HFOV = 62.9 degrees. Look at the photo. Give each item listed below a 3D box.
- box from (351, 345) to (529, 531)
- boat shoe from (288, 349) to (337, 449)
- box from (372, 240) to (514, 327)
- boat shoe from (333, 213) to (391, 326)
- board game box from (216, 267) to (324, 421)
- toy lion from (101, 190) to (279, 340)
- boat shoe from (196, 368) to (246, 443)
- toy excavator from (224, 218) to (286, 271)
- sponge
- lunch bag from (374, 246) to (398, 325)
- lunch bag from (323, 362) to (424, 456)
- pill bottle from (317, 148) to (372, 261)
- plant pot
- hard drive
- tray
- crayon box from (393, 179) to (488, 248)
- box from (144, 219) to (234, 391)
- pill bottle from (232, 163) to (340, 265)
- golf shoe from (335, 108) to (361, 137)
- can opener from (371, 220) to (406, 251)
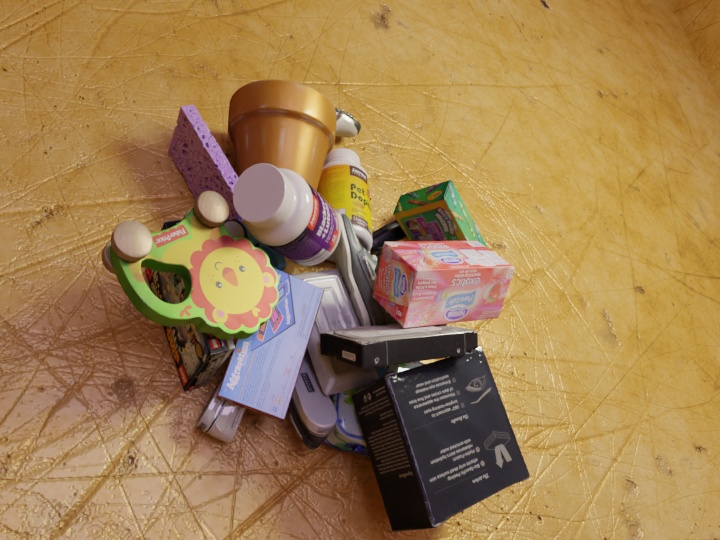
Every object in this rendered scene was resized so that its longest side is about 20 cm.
[{"bbox_3d":[0.115,0.243,0.865,0.192,0.117,0.205,-8,71,-34],"label":"box"},{"bbox_3d":[-0.095,0.179,0.907,0.070,0.069,0.202,2,40,-35],"label":"boat shoe"},{"bbox_3d":[0.130,0.017,0.923,0.195,0.097,0.102,-3,27,-32],"label":"box"},{"bbox_3d":[0.000,0.000,0.987,0.060,0.073,0.206,-13,82,-20],"label":"boat shoe"},{"bbox_3d":[-0.127,0.102,0.857,0.101,0.019,0.205,23,65,-14],"label":"board game box"},{"bbox_3d":[-0.204,0.008,0.770,0.198,0.068,0.195,-30,89,-45],"label":"toy lion"},{"bbox_3d":[-0.166,0.156,0.872,0.065,0.072,0.203,33,51,-10],"label":"boat shoe"},{"bbox_3d":[-0.145,0.018,0.965,0.196,0.099,0.199,-3,65,-43],"label":"toy excavator"},{"bbox_3d":[-0.256,-0.160,0.985,0.029,0.112,0.203,-21,74,-40],"label":"sponge"},{"bbox_3d":[0.107,0.023,1.063,0.195,0.168,0.143,0,61,-32],"label":"lunch bag"},{"bbox_3d":[0.030,0.220,0.949,0.195,0.083,0.165,17,53,-23],"label":"lunch bag"},{"bbox_3d":[-0.034,-0.126,1.106,0.106,0.109,0.205,12,56,-25],"label":"pill bottle"},{"bbox_3d":[-0.143,-0.197,1.042,0.195,0.199,0.189,11,71,-26],"label":"plant pot"},{"bbox_3d":[0.055,0.104,0.857,0.195,0.139,0.039,-1,91,-28],"label":"hard drive"},{"bbox_3d":[-0.042,0.086,0.921,0.105,0.022,0.204,-6,64,-35],"label":"tray"},{"bbox_3d":[0.162,-0.065,1.136,0.202,0.116,0.059,55,43,-28],"label":"crayon box"},{"bbox_3d":[-0.249,0.051,0.841,0.039,0.137,0.204,-11,67,-37],"label":"box"},{"bbox_3d":[-0.109,-0.083,0.881,0.114,0.109,0.200,65,10,18],"label":"pill bottle"},{"bbox_3d":[-0.092,-0.294,1.213,0.195,0.077,0.091,9,77,-25],"label":"golf shoe"},{"bbox_3d":[0.076,-0.086,1.189,0.198,0.063,0.081,-31,107,-31],"label":"can opener"}]
